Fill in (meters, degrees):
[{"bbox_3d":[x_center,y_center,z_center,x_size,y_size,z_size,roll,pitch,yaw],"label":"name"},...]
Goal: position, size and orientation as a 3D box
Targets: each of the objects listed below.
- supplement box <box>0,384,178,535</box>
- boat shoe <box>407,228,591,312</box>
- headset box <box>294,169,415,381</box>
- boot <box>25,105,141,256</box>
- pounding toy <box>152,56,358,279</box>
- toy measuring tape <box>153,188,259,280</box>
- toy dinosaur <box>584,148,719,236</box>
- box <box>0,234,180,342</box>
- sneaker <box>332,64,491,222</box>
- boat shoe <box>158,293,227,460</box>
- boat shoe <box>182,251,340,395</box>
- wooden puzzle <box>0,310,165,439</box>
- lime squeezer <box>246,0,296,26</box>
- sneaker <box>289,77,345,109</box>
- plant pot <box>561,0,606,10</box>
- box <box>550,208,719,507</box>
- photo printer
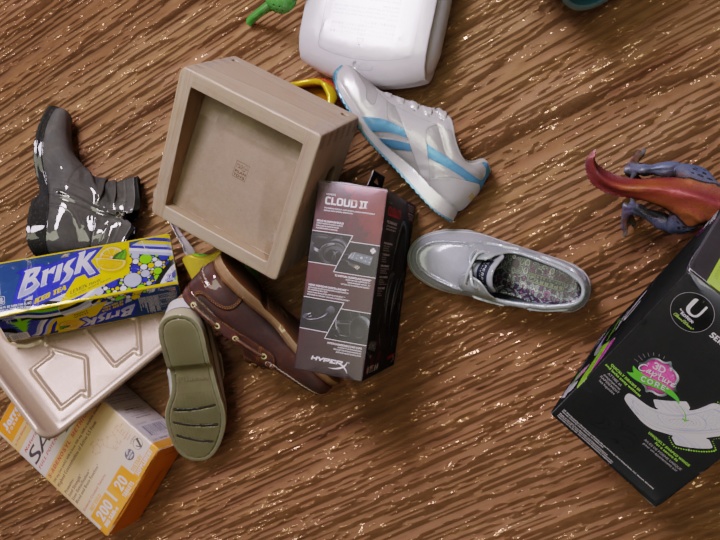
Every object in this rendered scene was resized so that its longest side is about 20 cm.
[{"bbox_3d":[-0.327,0.199,0.901,0.198,0.073,0.127,35,97,14],"label":"supplement box"},{"bbox_3d":[0.140,-0.001,0.771,0.196,0.071,0.072,13,92,16],"label":"boat shoe"},{"bbox_3d":[0.000,0.000,0.772,0.075,0.149,0.205,9,91,14],"label":"headset box"},{"bbox_3d":[-0.332,-0.107,0.919,0.127,0.068,0.205,-2,71,-6],"label":"boot"},{"bbox_3d":[-0.119,-0.102,0.785,0.181,0.142,0.203,27,118,11],"label":"pounding toy"},{"bbox_3d":[-0.170,-0.022,0.864,0.073,0.073,0.203,-31,81,13],"label":"toy measuring tape"},{"bbox_3d":[0.327,-0.044,0.685,0.180,0.197,0.108,26,114,45],"label":"toy dinosaur"},{"bbox_3d":[-0.308,0.019,0.847,0.195,0.065,0.071,-11,61,-16],"label":"box"},{"bbox_3d":[0.052,-0.149,0.791,0.200,0.077,0.081,44,99,-7],"label":"sneaker"},{"bbox_3d":[-0.187,0.123,0.856,0.073,0.069,0.204,3,116,0],"label":"boat shoe"},{"bbox_3d":[-0.107,0.070,0.816,0.070,0.071,0.200,-41,106,10],"label":"boat shoe"},{"bbox_3d":[-0.335,0.074,0.875,0.199,0.047,0.185,-38,71,-27],"label":"wooden puzzle"},{"bbox_3d":[-0.071,-0.324,0.808,0.037,0.071,0.200,34,129,-16],"label":"lime squeezer"},{"bbox_3d":[-0.112,-0.180,0.845,0.196,0.077,0.075,-15,87,17],"label":"sneaker"},{"bbox_3d":[0.190,-0.390,0.712,0.188,0.199,0.201,44,101,27],"label":"plant pot"},{"bbox_3d":[0.288,0.073,0.647,0.124,0.148,0.202,40,133,12],"label":"box"},{"bbox_3d":[0.022,-0.303,0.811,0.163,0.069,0.205,12,93,17],"label":"photo printer"}]
